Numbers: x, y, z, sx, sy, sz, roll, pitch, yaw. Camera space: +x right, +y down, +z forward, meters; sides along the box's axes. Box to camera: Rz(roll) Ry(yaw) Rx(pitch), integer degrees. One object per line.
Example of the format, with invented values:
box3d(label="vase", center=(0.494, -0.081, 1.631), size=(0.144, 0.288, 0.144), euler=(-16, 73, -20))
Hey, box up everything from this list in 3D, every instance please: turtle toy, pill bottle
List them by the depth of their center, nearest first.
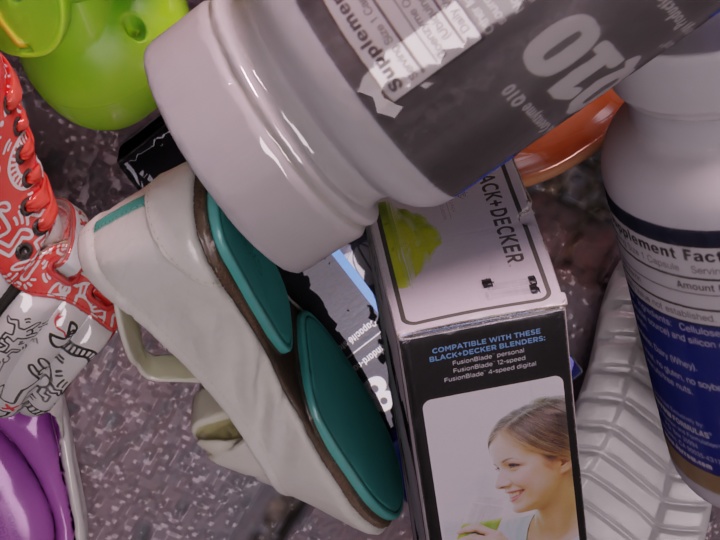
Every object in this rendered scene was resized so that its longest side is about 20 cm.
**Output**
box3d(label="pill bottle", center=(0.032, -0.093, 0.692), size=(0.199, 0.114, 0.114), euler=(-35, 114, 13))
box3d(label="turtle toy", center=(-0.108, -0.143, 0.739), size=(0.144, 0.101, 0.202), euler=(4, 114, 21))
box3d(label="pill bottle", center=(0.154, -0.016, 0.778), size=(0.115, 0.116, 0.201), euler=(-19, 119, -3))

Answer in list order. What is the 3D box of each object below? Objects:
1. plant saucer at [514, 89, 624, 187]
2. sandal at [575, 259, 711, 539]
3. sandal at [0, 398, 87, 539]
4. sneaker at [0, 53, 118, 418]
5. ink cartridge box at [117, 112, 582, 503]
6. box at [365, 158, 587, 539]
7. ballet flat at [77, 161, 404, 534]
box3d(label="plant saucer", center=(0.040, -0.130, 0.790), size=(0.199, 0.032, 0.202), euler=(-4, 100, -22))
box3d(label="sandal", center=(0.118, 0.083, 0.900), size=(0.082, 0.050, 0.204), euler=(22, 95, 5))
box3d(label="sandal", center=(-0.156, 0.051, 0.830), size=(0.082, 0.050, 0.204), euler=(-22, 113, -1))
box3d(label="sneaker", center=(-0.130, -0.031, 0.736), size=(0.107, 0.067, 0.203), euler=(6, 121, -27))
box3d(label="ink cartridge box", center=(0.000, 0.000, 0.840), size=(0.099, 0.039, 0.200), euler=(-38, 106, 5))
box3d(label="box", center=(0.046, 0.068, 0.780), size=(0.060, 0.117, 0.201), euler=(-10, 124, -2))
box3d(label="ballet flat", center=(-0.045, 0.035, 0.771), size=(0.069, 0.070, 0.200), euler=(-29, 136, 2))
